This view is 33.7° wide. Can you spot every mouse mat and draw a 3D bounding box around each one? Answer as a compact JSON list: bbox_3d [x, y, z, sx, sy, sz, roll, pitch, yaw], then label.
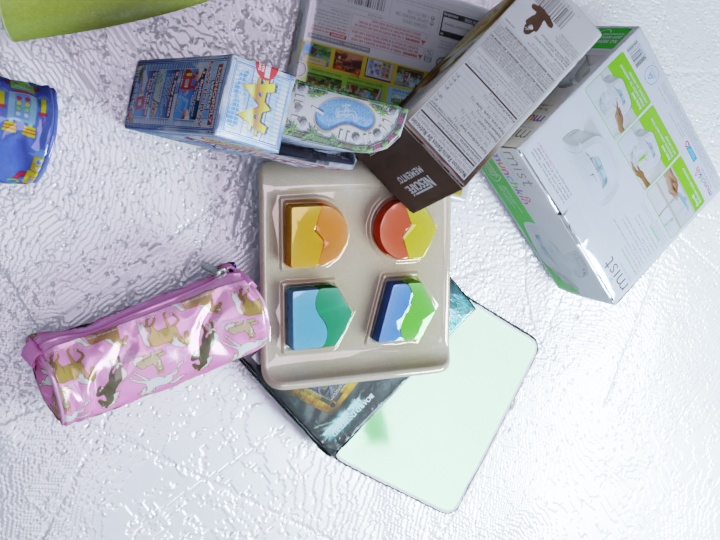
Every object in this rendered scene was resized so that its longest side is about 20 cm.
[{"bbox_3d":[0.077,0.124,1.164,0.160,0.008,0.201,30,86,-25],"label":"mouse mat"}]

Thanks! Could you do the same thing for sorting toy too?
[{"bbox_3d":[0.000,0.000,1.060,0.184,0.036,0.201,-4,97,-22],"label":"sorting toy"}]

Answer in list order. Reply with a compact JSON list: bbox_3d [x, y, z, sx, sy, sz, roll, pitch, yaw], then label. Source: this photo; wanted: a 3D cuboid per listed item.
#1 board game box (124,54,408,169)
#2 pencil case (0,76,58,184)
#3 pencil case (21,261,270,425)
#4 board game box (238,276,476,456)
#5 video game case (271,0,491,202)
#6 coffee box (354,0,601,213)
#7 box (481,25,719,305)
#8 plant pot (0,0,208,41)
[{"bbox_3d":[-0.075,-0.120,0.932,0.199,0.200,0.062,12,92,-16],"label":"board game box"},{"bbox_3d":[-0.332,-0.115,0.896,0.199,0.078,0.087,8,119,-26],"label":"pencil case"},{"bbox_3d":[-0.177,0.060,0.994,0.199,0.083,0.087,-23,93,-20],"label":"pencil case"},{"bbox_3d":[-0.002,0.056,1.100,0.200,0.028,0.135,-44,110,-12],"label":"board game box"},{"bbox_3d":[0.027,-0.169,1.088,0.199,0.023,0.183,9,94,-27],"label":"video game case"},{"bbox_3d":[0.100,-0.153,1.028,0.080,0.114,0.200,46,71,-8],"label":"coffee box"},{"bbox_3d":[0.228,-0.101,1.138,0.176,0.097,0.200,-45,118,-14],"label":"box"},{"bbox_3d":[-0.158,-0.265,0.867,0.199,0.187,0.188,-2,99,-7],"label":"plant pot"}]
